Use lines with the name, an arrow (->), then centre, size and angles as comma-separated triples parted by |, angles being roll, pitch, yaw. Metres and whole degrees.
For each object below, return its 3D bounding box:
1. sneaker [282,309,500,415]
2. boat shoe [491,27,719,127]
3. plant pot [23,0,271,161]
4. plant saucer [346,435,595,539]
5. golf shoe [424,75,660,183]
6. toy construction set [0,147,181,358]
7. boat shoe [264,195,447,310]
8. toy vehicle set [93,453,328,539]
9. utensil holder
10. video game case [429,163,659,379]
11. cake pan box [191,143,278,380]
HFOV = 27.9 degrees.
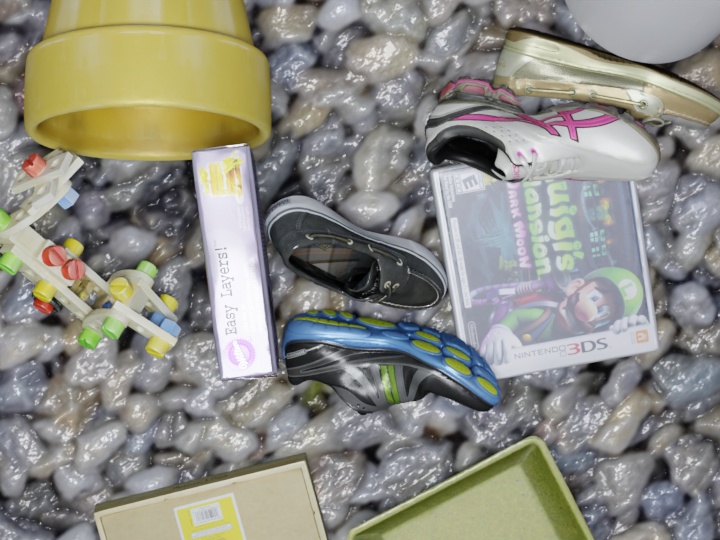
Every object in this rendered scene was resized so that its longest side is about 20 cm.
sneaker -> 0.027, 0.091, 1.288 | 0.199, 0.071, 0.083 | 12, 109, 8
boat shoe -> 0.217, -0.157, 1.266 | 0.201, 0.073, 0.063 | 17, 104, -2
plant pot -> -0.172, -0.201, 1.187 | 0.201, 0.201, 0.189 | 0, 82, -3
plant saucer -> 0.116, 0.274, 1.329 | 0.200, 0.048, 0.200 | -28, 99, 1
golf shoe -> 0.152, -0.100, 1.235 | 0.200, 0.092, 0.073 | 13, 141, 15
toy construction set -> -0.244, -0.008, 1.228 | 0.092, 0.131, 0.200 | -48, 121, -32
boat shoe -> 0.000, 0.000, 1.239 | 0.200, 0.057, 0.069 | 24, 123, -37
toy vehicle set -> -0.131, 0.252, 1.324 | 0.200, 0.027, 0.124 | -13, 98, -1
utensil holder -> 0.262, -0.277, 1.163 | 0.170, 0.200, 0.170 | 2, 76, -7
video game case -> 0.167, -0.009, 1.305 | 0.182, 0.023, 0.200 | -10, 98, -2
cake pan box -> -0.101, -0.008, 1.203 | 0.052, 0.200, 0.184 | -5, 93, -3
